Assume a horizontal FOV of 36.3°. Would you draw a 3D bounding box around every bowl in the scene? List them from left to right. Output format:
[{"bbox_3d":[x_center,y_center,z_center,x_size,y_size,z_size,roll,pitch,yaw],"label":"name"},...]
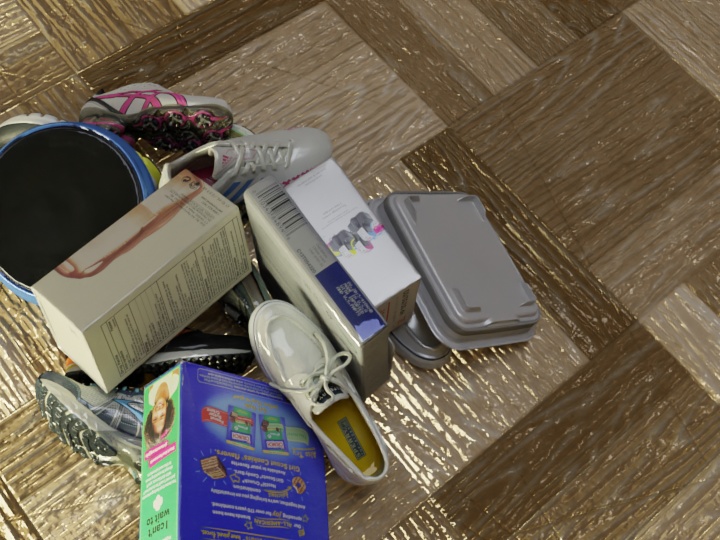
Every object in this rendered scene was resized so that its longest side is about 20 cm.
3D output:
[{"bbox_3d":[-0.316,-0.061,1.170,0.196,0.039,0.205,0,83,1],"label":"bowl"}]

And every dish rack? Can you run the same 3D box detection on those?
[{"bbox_3d":[0.112,-0.012,1.202,0.170,0.044,0.202,-3,57,-44],"label":"dish rack"}]

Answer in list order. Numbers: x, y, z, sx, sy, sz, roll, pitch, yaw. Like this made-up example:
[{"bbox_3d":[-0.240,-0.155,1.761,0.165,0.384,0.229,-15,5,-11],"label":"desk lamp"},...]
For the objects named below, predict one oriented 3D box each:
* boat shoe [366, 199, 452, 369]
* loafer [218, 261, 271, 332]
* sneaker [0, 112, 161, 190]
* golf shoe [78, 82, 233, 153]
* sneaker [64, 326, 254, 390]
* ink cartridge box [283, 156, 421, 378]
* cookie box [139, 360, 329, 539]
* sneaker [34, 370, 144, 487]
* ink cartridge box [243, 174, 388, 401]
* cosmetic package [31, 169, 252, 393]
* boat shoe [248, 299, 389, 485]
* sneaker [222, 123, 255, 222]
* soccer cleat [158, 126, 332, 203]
[{"bbox_3d":[0.042,0.013,1.206,0.073,0.066,0.202,-23,66,-20],"label":"boat shoe"},{"bbox_3d":[-0.148,0.009,1.183,0.062,0.073,0.201,-19,55,-19],"label":"loafer"},{"bbox_3d":[-0.324,-0.110,1.224,0.196,0.075,0.086,17,59,2],"label":"sneaker"},{"bbox_3d":[-0.234,-0.184,1.252,0.196,0.073,0.094,-1,56,17],"label":"golf shoe"},{"bbox_3d":[-0.208,0.068,1.138,0.196,0.070,0.092,-5,64,-8],"label":"sneaker"},{"bbox_3d":[0.000,0.000,1.126,0.067,0.115,0.201,-31,73,-14],"label":"ink cartridge box"},{"bbox_3d":[-0.117,0.207,1.026,0.169,0.075,0.203,20,52,-35],"label":"cookie box"},{"bbox_3d":[-0.231,0.153,1.093,0.198,0.078,0.087,32,54,1],"label":"sneaker"},{"bbox_3d":[-0.041,0.030,1.105,0.043,0.201,0.197,-34,69,-13],"label":"ink cartridge box"},{"bbox_3d":[-0.210,0.007,1.082,0.087,0.104,0.199,33,59,28],"label":"cosmetic package"},{"bbox_3d":[-0.035,0.115,1.031,0.074,0.086,0.204,-30,90,-16],"label":"boat shoe"},{"bbox_3d":[-0.126,-0.091,1.246,0.199,0.077,0.088,42,71,19],"label":"sneaker"},{"bbox_3d":[-0.120,-0.111,1.172,0.197,0.087,0.071,-21,73,-10],"label":"soccer cleat"}]
